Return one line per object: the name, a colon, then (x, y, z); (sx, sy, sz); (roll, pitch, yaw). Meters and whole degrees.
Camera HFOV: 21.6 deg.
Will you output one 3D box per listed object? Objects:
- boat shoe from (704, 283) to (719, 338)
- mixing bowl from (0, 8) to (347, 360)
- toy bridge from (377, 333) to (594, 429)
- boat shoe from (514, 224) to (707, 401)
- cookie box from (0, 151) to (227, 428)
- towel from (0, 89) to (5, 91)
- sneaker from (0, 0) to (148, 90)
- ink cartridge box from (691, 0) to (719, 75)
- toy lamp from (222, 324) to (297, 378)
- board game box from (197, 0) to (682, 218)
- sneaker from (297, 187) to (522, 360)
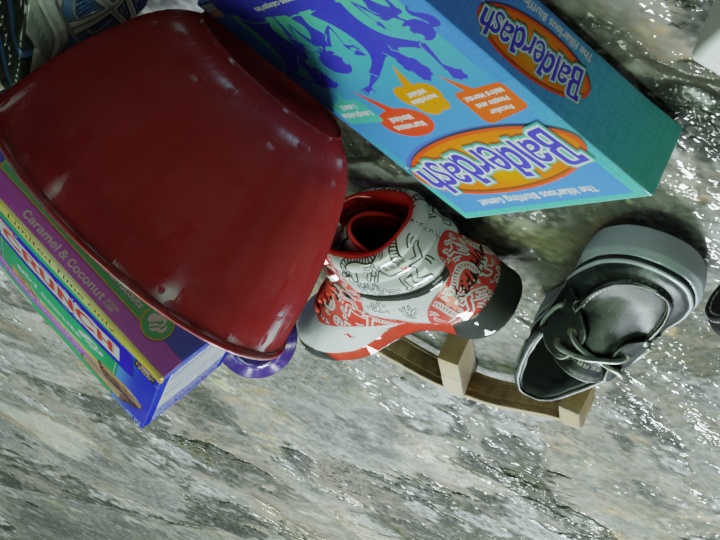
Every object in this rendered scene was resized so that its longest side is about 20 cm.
boat shoe: (0.226, -0.006, 0.920); (0.065, 0.072, 0.200); (43, 160, -10)
mixing bowl: (-0.080, -0.062, 0.970); (0.200, 0.108, 0.200); (40, -168, -10)
toy bridge: (0.068, 0.066, 1.327); (0.200, 0.027, 0.067); (20, 160, 17)
boat shoe: (0.143, 0.035, 1.101); (0.072, 0.071, 0.200); (27, 159, -1)
cookie box: (-0.156, -0.001, 1.146); (0.171, 0.075, 0.200); (48, 164, 3)
towel: (-0.147, -0.060, 1.260); (0.200, 0.050, 0.148); (40, 162, -34)
sneaker: (-0.145, -0.171, 0.971); (0.076, 0.077, 0.200); (64, 151, 18)
ink cartridge box: (0.245, -0.085, 0.679); (0.200, 0.083, 0.147); (28, 159, -6)
toy lamp: (-0.074, 0.041, 1.306); (0.058, 0.058, 0.200); (28, 180, -7)
board game box: (0.038, -0.102, 0.936); (0.200, 0.045, 0.152); (36, 158, -27)
sneaker: (0.001, -0.001, 1.194); (0.108, 0.067, 0.201); (39, 152, -28)
